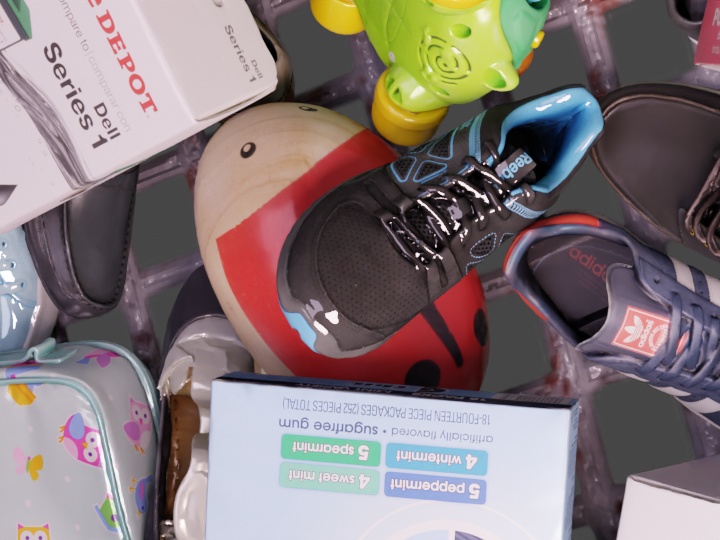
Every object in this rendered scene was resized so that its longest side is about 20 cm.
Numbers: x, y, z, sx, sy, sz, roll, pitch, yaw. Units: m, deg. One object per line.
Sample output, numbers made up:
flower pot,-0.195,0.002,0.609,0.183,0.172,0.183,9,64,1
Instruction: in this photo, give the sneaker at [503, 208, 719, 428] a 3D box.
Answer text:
sneaker,0.154,0.033,0.994,0.199,0.084,0.075,26,102,25

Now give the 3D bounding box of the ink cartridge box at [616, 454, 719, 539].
ink cartridge box,0.192,0.197,0.941,0.144,0.145,0.202,14,96,27

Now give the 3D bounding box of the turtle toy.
turtle toy,0.037,-0.170,1.038,0.201,0.100,0.146,63,155,25

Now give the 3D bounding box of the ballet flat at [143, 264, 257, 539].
ballet flat,-0.080,0.088,1.106,0.073,0.073,0.202,0,77,28

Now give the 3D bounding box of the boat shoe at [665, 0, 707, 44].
boat shoe,0.207,-0.196,0.978,0.068,0.056,0.201,31,105,24

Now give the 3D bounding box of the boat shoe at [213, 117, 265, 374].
boat shoe,-0.029,0.013,1.101,0.063,0.073,0.202,-13,88,24

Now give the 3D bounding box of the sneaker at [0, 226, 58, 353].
sneaker,-0.229,-0.039,1.199,0.073,0.082,0.202,-8,88,29

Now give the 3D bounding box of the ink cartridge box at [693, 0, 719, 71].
ink cartridge box,0.244,-0.173,0.912,0.145,0.083,0.202,11,97,-4

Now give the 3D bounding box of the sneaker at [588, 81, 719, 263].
sneaker,0.180,-0.034,0.966,0.199,0.106,0.075,31,105,24

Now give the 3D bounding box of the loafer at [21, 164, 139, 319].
loafer,-0.152,-0.074,1.166,0.070,0.068,0.202,-6,84,36

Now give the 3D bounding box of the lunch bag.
lunch bag,-0.195,0.120,1.174,0.199,0.077,0.162,-6,98,27

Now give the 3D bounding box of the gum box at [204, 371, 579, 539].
gum box,0.011,0.154,0.959,0.168,0.045,0.202,3,93,12

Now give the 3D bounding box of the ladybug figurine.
ladybug figurine,0.000,0.000,1.041,0.200,0.136,0.072,53,150,-7

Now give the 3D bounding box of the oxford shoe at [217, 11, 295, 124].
oxford shoe,-0.122,-0.149,1.111,0.199,0.075,0.071,25,74,2

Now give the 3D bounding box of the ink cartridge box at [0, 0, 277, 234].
ink cartridge box,-0.162,-0.112,1.056,0.199,0.084,0.147,-24,95,35

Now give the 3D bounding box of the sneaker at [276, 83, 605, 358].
sneaker,0.038,-0.033,0.978,0.073,0.200,0.082,52,143,-4
